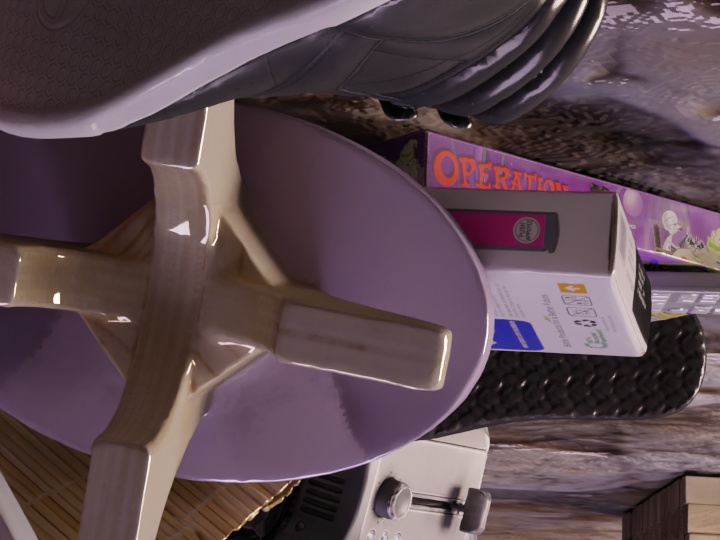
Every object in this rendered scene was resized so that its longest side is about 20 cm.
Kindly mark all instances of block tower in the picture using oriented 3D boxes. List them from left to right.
[{"bbox_3d":[0.205,0.167,1.782,0.057,0.054,0.200,4,166,-8],"label":"block tower"}]

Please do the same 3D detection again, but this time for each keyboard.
[{"bbox_3d":[0.085,0.010,1.115,0.199,0.011,0.056,2,166,1],"label":"keyboard"}]

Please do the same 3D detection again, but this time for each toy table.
[{"bbox_3d":[-0.061,0.009,0.929,0.199,0.185,0.117,-1,-179,8],"label":"toy table"}]

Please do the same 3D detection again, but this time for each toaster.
[{"bbox_3d":[-0.038,0.085,1.321,0.199,0.114,0.129,13,178,37],"label":"toaster"}]

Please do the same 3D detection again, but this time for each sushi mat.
[{"bbox_3d":[-0.120,0.044,1.018,0.096,0.200,0.012,-31,145,-33],"label":"sushi mat"}]

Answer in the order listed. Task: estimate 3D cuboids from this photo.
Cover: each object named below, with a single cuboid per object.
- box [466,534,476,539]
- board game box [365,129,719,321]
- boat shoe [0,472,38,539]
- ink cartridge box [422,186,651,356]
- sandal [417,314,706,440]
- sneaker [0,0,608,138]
[{"bbox_3d":[-0.039,0.116,1.501,0.199,0.106,0.184,2,166,4],"label":"box"},{"bbox_3d":[0.058,-0.011,1.109,0.199,0.032,0.120,14,166,-40],"label":"board game box"},{"bbox_3d":[-0.168,0.048,0.948,0.066,0.200,0.072,-32,167,-2],"label":"boat shoe"},{"bbox_3d":[0.000,0.000,1.031,0.199,0.037,0.095,0,162,12],"label":"ink cartridge box"},{"bbox_3d":[0.048,0.036,1.225,0.199,0.076,0.045,4,177,-16],"label":"sandal"},{"bbox_3d":[-0.018,-0.065,0.793,0.199,0.071,0.099,-14,154,40],"label":"sneaker"}]
